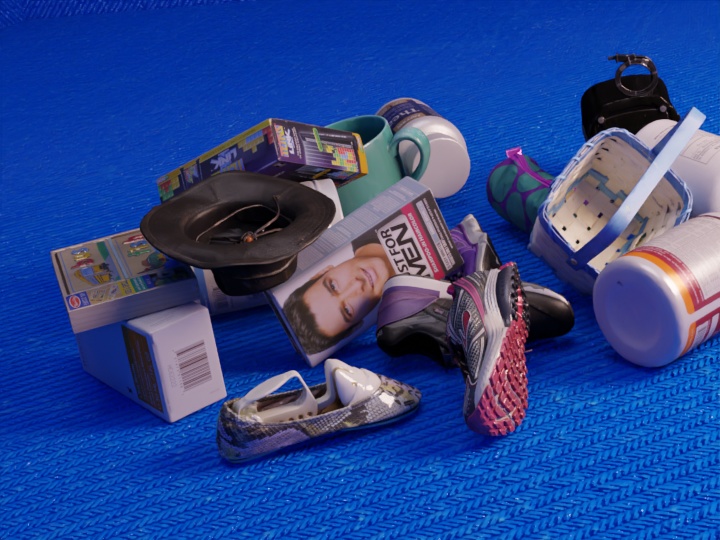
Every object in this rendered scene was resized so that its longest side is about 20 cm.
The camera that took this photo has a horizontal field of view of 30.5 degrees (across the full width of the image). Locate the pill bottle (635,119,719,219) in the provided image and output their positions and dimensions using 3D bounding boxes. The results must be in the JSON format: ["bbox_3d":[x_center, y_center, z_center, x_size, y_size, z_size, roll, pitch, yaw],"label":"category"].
[{"bbox_3d":[0.388,-0.085,1.437,0.113,0.116,0.199,-22,32,-29],"label":"pill bottle"}]

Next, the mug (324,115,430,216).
[{"bbox_3d":[-0.007,-0.116,1.714,0.151,0.115,0.184,-35,26,-29],"label":"mug"}]

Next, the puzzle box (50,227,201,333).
[{"bbox_3d":[-0.250,0.004,1.378,0.132,0.026,0.200,-16,23,-14],"label":"puzzle box"}]

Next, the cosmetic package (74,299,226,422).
[{"bbox_3d":[-0.225,0.073,1.367,0.071,0.103,0.199,-23,24,-31],"label":"cosmetic package"}]

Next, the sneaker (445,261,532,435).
[{"bbox_3d":[0.114,0.077,1.223,0.074,0.081,0.201,-11,34,18],"label":"sneaker"}]

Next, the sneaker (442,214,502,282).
[{"bbox_3d":[0.117,0.004,1.471,0.083,0.081,0.200,-27,15,2],"label":"sneaker"}]

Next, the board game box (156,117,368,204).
[{"bbox_3d":[-0.117,-0.112,1.583,0.199,0.057,0.164,-23,-15,36],"label":"board game box"}]

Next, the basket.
[{"bbox_3d":[0.269,-0.070,1.361,0.177,0.139,0.200,-48,-7,-20],"label":"basket"}]

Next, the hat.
[{"bbox_3d":[-0.118,-0.024,1.328,0.198,0.082,0.201,-5,31,3],"label":"hat"}]

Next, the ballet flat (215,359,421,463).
[{"bbox_3d":[-0.039,0.120,1.215,0.198,0.073,0.072,-14,21,-13],"label":"ballet flat"}]

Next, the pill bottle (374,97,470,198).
[{"bbox_3d":[0.083,-0.166,1.832,0.110,0.112,0.200,-13,21,-10],"label":"pill bottle"}]

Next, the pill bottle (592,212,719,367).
[{"bbox_3d":[0.328,0.008,1.287,0.199,0.111,0.109,-24,26,-34],"label":"pill bottle"}]

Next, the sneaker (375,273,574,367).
[{"bbox_3d":[0.113,0.064,1.324,0.197,0.076,0.088,3,51,12],"label":"sneaker"}]

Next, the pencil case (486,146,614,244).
[{"bbox_3d":[0.224,-0.081,1.584,0.084,0.094,0.200,-15,21,-15],"label":"pencil case"}]

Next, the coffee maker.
[{"bbox_3d":[0.341,-0.182,1.631,0.133,0.194,0.200,12,20,2],"label":"coffee maker"}]

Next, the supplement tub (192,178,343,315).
[{"bbox_3d":[-0.118,-0.025,1.533,0.197,0.134,0.132,-12,21,-7],"label":"supplement tub"}]

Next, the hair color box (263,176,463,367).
[{"bbox_3d":[0.000,0.000,1.385,0.199,0.100,0.061,-34,28,-11],"label":"hair color box"}]
